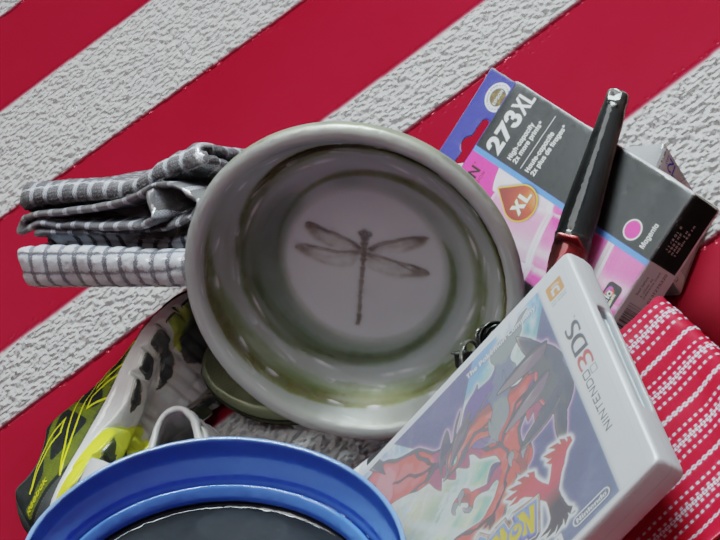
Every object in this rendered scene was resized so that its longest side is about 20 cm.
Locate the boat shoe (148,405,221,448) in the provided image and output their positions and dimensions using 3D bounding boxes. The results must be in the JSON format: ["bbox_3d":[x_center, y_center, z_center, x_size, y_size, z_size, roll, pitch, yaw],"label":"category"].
[{"bbox_3d":[-0.112,0.166,1.657,0.073,0.065,0.200,-23,38,18],"label":"boat shoe"}]

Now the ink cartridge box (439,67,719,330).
[{"bbox_3d":[0.107,-0.042,1.613,0.200,0.037,0.095,37,96,43],"label":"ink cartridge box"}]

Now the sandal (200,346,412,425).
[{"bbox_3d":[-0.017,0.053,1.706,0.200,0.057,0.080,6,58,40],"label":"sandal"}]

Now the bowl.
[{"bbox_3d":[-0.075,0.163,1.435,0.200,0.040,0.201,-2,36,1],"label":"bowl"}]

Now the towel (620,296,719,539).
[{"bbox_3d":[0.141,0.100,1.426,0.145,0.022,0.200,-41,31,2],"label":"towel"}]

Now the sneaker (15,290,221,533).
[{"bbox_3d":[-0.154,0.089,1.769,0.084,0.075,0.200,1,49,45],"label":"sneaker"}]

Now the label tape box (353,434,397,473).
[{"bbox_3d":[0.100,0.132,1.520,0.144,0.063,0.200,-39,36,-2],"label":"label tape box"}]

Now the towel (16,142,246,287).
[{"bbox_3d":[-0.098,-0.032,1.759,0.165,0.200,0.086,-1,90,36],"label":"towel"}]

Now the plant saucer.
[{"bbox_3d":[0.000,0.000,1.617,0.199,0.201,0.050,-19,19,23],"label":"plant saucer"}]

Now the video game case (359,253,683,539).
[{"bbox_3d":[0.070,0.112,1.445,0.200,0.023,0.182,-48,31,20],"label":"video game case"}]

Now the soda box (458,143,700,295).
[{"bbox_3d":[0.103,-0.024,1.685,0.199,0.068,0.064,-3,48,37],"label":"soda box"}]

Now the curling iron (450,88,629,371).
[{"bbox_3d":[0.106,-0.012,1.551,0.201,0.049,0.026,-64,9,-12],"label":"curling iron"}]

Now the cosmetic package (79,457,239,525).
[{"bbox_3d":[-0.132,0.220,1.550,0.107,0.085,0.201,13,72,31],"label":"cosmetic package"}]
